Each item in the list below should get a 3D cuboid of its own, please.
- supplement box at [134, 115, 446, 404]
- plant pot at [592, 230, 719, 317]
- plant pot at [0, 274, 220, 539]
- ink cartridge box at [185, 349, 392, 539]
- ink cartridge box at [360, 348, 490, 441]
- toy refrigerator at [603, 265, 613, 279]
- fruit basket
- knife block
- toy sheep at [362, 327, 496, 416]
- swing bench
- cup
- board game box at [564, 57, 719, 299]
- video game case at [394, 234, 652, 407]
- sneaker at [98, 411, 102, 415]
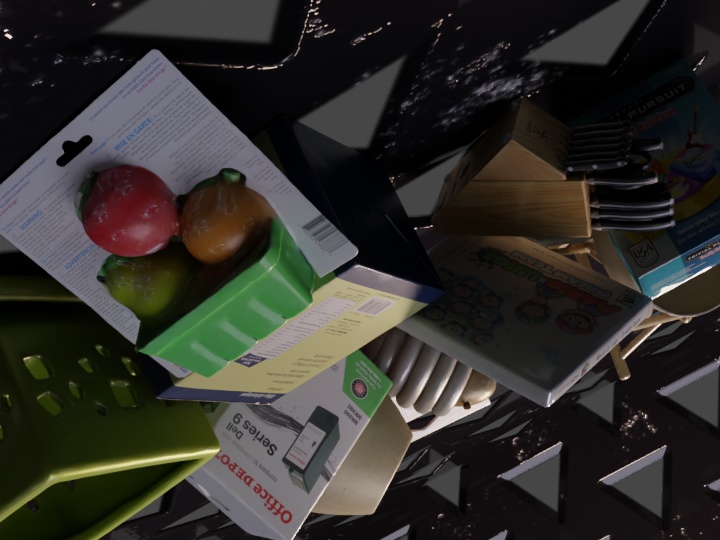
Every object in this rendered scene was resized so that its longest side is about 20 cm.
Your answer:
[{"bbox_3d":[-0.069,0.002,1.036,0.198,0.136,0.199,-32,161,17],"label":"supplement box"},{"bbox_3d":[0.338,-0.060,1.428,0.198,0.204,0.134,-19,-163,-22],"label":"plant pot"},{"bbox_3d":[-0.263,0.116,1.000,0.199,0.184,0.198,-35,161,27],"label":"plant pot"},{"bbox_3d":[-0.082,0.149,1.261,0.084,0.146,0.201,-5,-134,58],"label":"ink cartridge box"},{"bbox_3d":[0.057,0.140,1.624,0.197,0.045,0.178,-25,127,-6],"label":"ink cartridge box"},{"bbox_3d":[0.404,-0.066,1.643,0.069,0.077,0.200,-8,154,-46],"label":"toy refrigerator"},{"bbox_3d":[-0.130,-0.031,0.859,0.184,0.200,0.094,-35,-158,24],"label":"fruit basket"},{"bbox_3d":[0.185,-0.067,1.157,0.200,0.174,0.064,-45,-163,45],"label":"knife block"},{"bbox_3d":[0.071,0.101,1.503,0.139,0.198,0.138,-63,177,-5],"label":"toy sheep"},{"bbox_3d":[0.252,0.027,1.496,0.197,0.201,0.130,-7,146,-48],"label":"swing bench"},{"bbox_3d":[-0.023,0.200,1.445,0.202,0.142,0.200,-61,175,-10],"label":"cup"},{"bbox_3d":[0.290,-0.090,1.190,0.149,0.202,0.047,-28,142,6],"label":"board game box"},{"bbox_3d":[0.134,0.030,1.128,0.181,0.198,0.024,-32,139,-42],"label":"video game case"},{"bbox_3d":[-0.186,0.083,1.194,0.199,0.075,0.118,-35,164,29],"label":"sneaker"}]
